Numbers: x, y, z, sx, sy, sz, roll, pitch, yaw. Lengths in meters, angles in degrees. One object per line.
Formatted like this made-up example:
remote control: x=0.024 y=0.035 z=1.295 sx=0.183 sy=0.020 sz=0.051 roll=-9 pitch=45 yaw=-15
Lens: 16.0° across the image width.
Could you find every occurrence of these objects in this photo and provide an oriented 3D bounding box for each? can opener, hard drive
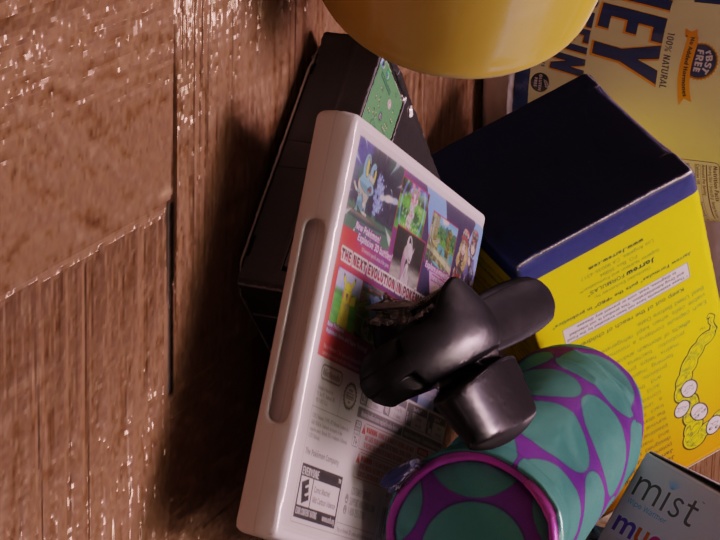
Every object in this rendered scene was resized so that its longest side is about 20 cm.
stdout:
can opener: x=0.046 y=0.034 z=1.154 sx=0.200 sy=0.063 sz=0.079 roll=-35 pitch=103 yaw=-75
hard drive: x=0.000 y=0.000 z=1.211 sx=0.200 sy=0.038 sz=0.140 roll=66 pitch=36 yaw=-57

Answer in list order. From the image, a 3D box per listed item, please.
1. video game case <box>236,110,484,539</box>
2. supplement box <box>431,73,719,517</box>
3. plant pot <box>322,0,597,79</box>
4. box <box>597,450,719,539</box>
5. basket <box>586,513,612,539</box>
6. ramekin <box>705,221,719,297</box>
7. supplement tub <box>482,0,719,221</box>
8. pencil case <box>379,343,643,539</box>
video game case: x=0.004 y=0.040 z=1.154 sx=0.200 sy=0.023 sz=0.182 roll=32 pitch=68 yaw=-68
supplement box: x=0.121 y=0.017 z=1.366 sx=0.109 sy=0.109 sz=0.200 roll=-28 pitch=133 yaw=-12
plant pot: x=0.048 y=-0.189 z=1.077 sx=0.189 sy=0.201 sz=0.201 roll=99 pitch=11 yaw=-53
box: x=0.180 y=0.207 z=1.326 sx=0.200 sy=0.097 sz=0.177 roll=31 pitch=89 yaw=-54
basket: x=0.109 y=0.215 z=1.425 sx=0.200 sy=0.139 sz=0.177 roll=-70 pitch=170 yaw=-68
ramekin: x=0.230 y=-0.054 z=1.744 sx=0.200 sy=0.098 sz=0.201 roll=8 pitch=90 yaw=-71
supplement tub: x=0.181 y=-0.102 z=1.436 sx=0.145 sy=0.200 sz=0.145 roll=7 pitch=90 yaw=-71
pencil case: x=0.074 y=0.098 z=1.205 sx=0.085 sy=0.092 sz=0.200 roll=59 pitch=23 yaw=-1
